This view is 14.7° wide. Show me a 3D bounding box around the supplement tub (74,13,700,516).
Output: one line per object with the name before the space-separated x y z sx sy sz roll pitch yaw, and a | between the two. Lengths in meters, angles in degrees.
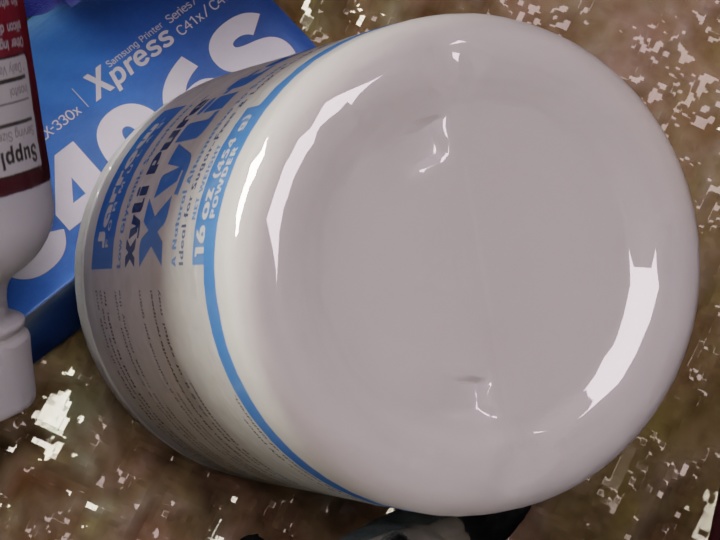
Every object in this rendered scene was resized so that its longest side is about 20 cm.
supplement tub | 0.000 0.000 0.796 0.132 0.200 0.132 0 89 -19

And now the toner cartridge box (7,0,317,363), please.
toner cartridge box | -0.111 -0.030 0.906 0.200 0.043 0.095 -40 74 -15

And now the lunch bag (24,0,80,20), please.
lunch bag | -0.075 -0.188 0.897 0.170 0.127 0.200 -29 54 6

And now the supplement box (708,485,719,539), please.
supplement box | 0.215 0.046 0.758 0.197 0.200 0.133 25 46 20

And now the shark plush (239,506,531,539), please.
shark plush | -0.016 0.089 0.790 0.083 0.091 0.200 15 49 43

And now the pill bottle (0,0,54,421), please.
pill bottle | -0.150 -0.054 0.801 0.113 0.113 0.201 -8 99 -4
